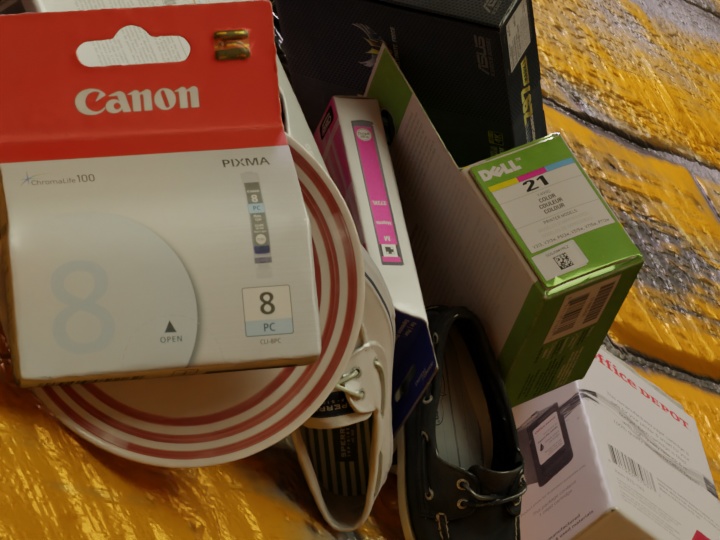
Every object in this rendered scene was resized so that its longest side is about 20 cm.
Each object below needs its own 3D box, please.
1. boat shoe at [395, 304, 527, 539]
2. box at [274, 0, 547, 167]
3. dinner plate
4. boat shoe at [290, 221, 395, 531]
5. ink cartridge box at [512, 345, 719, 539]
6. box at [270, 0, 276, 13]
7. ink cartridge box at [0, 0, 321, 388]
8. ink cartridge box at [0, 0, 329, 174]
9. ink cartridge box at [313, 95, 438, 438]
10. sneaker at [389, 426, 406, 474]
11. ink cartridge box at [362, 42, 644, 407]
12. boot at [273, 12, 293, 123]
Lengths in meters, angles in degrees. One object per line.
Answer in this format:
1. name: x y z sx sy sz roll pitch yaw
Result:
1. boat shoe: 0.067 0.115 1.565 0.074 0.066 0.200 0 77 -35
2. box: 0.035 -0.113 1.649 0.051 0.158 0.200 -58 153 -34
3. dinner plate: -0.097 0.007 1.405 0.200 0.200 0.024 48 -13 -3
4. boat shoe: -0.011 0.064 1.483 0.067 0.073 0.200 -87 165 -51
5. ink cartridge box: 0.172 0.151 1.769 0.145 0.083 0.200 36 24 -28
6. box: -0.098 -0.275 2.016 0.200 0.048 0.193 52 24 6
7. ink cartridge box: -0.110 -0.044 1.372 0.047 0.160 0.200 158 -73 -77
8. ink cartridge box: -0.105 -0.081 1.494 0.174 0.044 0.200 -21 87 -51
9. ink cartridge box: 0.000 0.000 1.584 0.037 0.095 0.200 1 55 -23
10. sneaker: 0.016 0.050 1.657 0.080 0.074 0.200 27 30 -39
11. ink cartridge box: 0.075 -0.035 1.615 0.076 0.148 0.200 -20 65 -24
12. boot: -0.035 -0.113 1.819 0.158 0.079 0.211 31 28 -38
